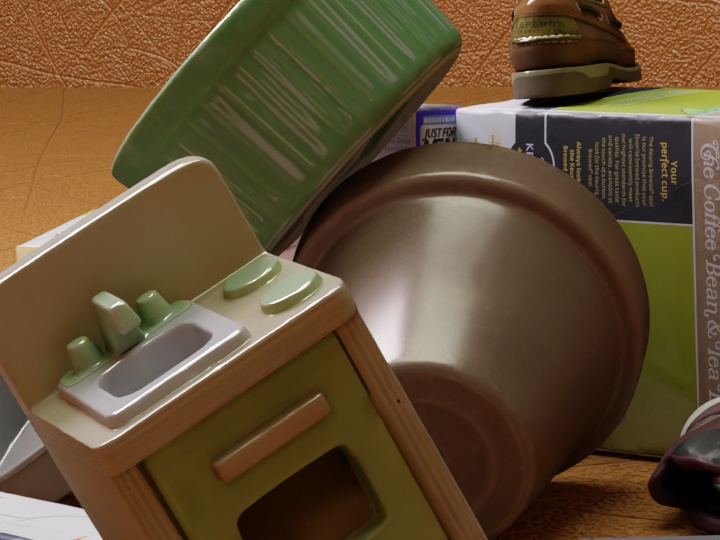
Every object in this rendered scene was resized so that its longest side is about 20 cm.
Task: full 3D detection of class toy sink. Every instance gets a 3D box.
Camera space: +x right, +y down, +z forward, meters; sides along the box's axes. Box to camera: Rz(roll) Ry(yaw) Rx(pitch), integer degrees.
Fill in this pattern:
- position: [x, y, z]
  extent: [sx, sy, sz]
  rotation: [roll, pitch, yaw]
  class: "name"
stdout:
- position: [-0.056, 0.068, 1.263]
  extent: [0.130, 0.200, 0.112]
  rotation: [-33, 18, -15]
  class: "toy sink"

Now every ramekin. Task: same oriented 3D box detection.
- position: [-0.035, -0.093, 1.629]
  extent: [0.200, 0.098, 0.200]
  rotation: [-47, -2, -2]
  class: "ramekin"

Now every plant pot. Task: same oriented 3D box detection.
- position: [0.045, 0.055, 1.544]
  extent: [0.200, 0.201, 0.175]
  rotation: [-1, 26, 12]
  class: "plant pot"

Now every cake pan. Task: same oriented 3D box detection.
- position: [-0.154, 0.062, 1.624]
  extent: [0.200, 0.037, 0.200]
  rotation: [-39, 18, 16]
  class: "cake pan"

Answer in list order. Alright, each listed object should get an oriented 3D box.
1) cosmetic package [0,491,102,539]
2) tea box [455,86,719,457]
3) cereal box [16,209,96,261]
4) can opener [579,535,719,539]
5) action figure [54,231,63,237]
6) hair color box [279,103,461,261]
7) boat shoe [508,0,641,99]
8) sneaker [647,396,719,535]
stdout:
- position: [-0.199, 0.153, 1.366]
  extent: [0.200, 0.052, 0.151]
  rotation: [-11, 10, -43]
  class: "cosmetic package"
- position: [0.172, -0.002, 1.738]
  extent: [0.196, 0.201, 0.133]
  rotation: [6, 12, 39]
  class: "tea box"
- position: [-0.188, -0.021, 2.463]
  extent: [0.143, 0.040, 0.200]
  rotation: [-1, 9, 12]
  class: "cereal box"
- position: [0.111, 0.156, 1.306]
  extent: [0.199, 0.053, 0.067]
  rotation: [-2, 41, 2]
  class: "can opener"
- position: [-0.161, 0.041, 1.849]
  extent: [0.118, 0.055, 0.200]
  rotation: [-20, 37, 7]
  class: "action figure"
- position: [0.000, 0.000, 1.763]
  extent: [0.109, 0.201, 0.065]
  rotation: [3, 4, 31]
  class: "hair color box"
- position: [0.131, -0.144, 1.792]
  extent: [0.072, 0.068, 0.200]
  rotation: [-6, 5, 8]
  class: "boat shoe"
- position: [0.238, 0.105, 1.501]
  extent: [0.200, 0.076, 0.115]
  rotation: [-9, 9, 33]
  class: "sneaker"
